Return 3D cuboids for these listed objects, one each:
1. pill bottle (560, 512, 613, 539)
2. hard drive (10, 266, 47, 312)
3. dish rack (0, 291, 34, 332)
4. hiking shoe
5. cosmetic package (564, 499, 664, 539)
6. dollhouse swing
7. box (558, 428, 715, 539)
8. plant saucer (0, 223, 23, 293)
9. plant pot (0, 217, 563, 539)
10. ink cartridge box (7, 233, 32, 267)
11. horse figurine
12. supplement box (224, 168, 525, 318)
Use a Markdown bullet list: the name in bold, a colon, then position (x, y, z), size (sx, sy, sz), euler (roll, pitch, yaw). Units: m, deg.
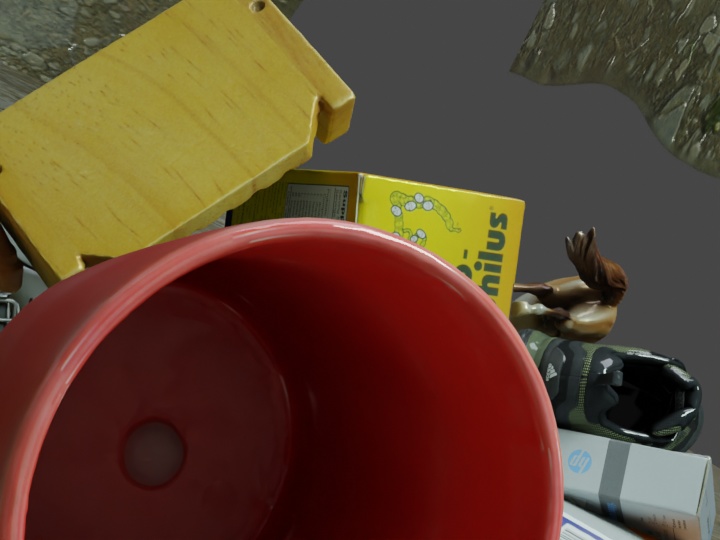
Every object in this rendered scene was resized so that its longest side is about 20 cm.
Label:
- **pill bottle**: position (0.023, 0.132, 0.907), size (0.199, 0.116, 0.116), euler (29, 5, 20)
- **hard drive**: position (-0.213, 0.025, 1.310), size (0.131, 0.026, 0.200), euler (27, 5, -9)
- **dish rack**: position (-0.123, 0.040, 1.065), size (0.198, 0.055, 0.153), euler (4, 1, -20)
- **hiking shoe**: position (0.174, 0.090, 1.322), size (0.100, 0.076, 0.199), euler (10, -5, 40)
- **cosmetic package**: position (0.133, 0.184, 1.238), size (0.199, 0.072, 0.101), euler (24, 6, -32)
- **dollhouse swing**: position (-0.115, -0.050, 1.293), size (0.182, 0.199, 0.176), euler (49, -15, 32)
- **box**: position (0.121, 0.133, 1.336), size (0.198, 0.042, 0.156), euler (12, -16, 14)
- **plant saucer**: position (-0.289, -0.032, 1.232), size (0.198, 0.038, 0.200), euler (17, 7, -2)
- **plant pot**: position (-0.054, 0.075, 0.760), size (0.199, 0.202, 0.177), euler (25, -6, -24)
- **ink cartridge box**: position (-0.249, -0.038, 1.656), size (0.199, 0.048, 0.160), euler (30, 5, 5)
- **horse figurine**: position (0.103, 0.030, 1.358), size (0.132, 0.050, 0.199), euler (4, -21, -41)
- **supplement box**: position (0.000, 0.000, 1.275), size (0.109, 0.110, 0.200), euler (7, 1, -25)
